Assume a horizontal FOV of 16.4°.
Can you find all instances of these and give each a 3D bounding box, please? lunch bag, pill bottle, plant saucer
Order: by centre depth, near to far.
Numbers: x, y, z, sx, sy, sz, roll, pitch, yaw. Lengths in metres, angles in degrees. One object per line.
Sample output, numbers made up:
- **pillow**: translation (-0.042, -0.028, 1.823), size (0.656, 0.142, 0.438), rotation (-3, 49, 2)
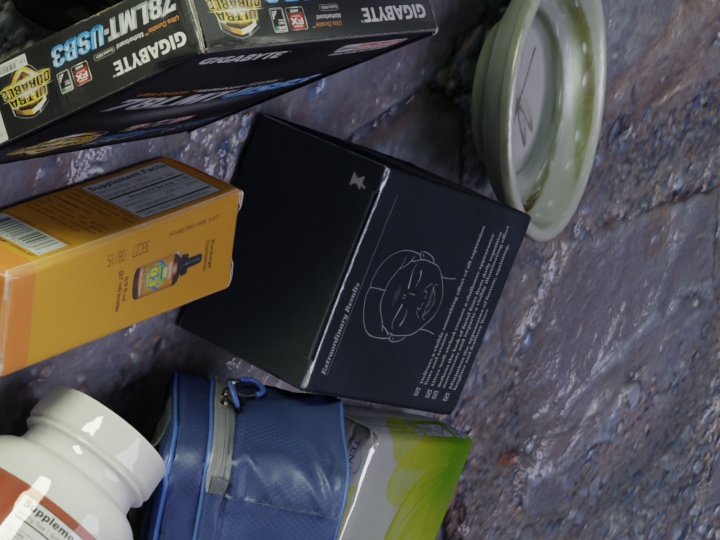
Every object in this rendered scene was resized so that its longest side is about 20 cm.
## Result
- **pill bottle**: translation (-0.202, 0.168, 1.422), size (0.200, 0.112, 0.112), rotation (-54, 147, -21)
- **lunch bag**: translation (-0.085, 0.158, 1.549), size (0.136, 0.132, 0.201), rotation (-98, -163, -67)
- **plant saucer**: translation (0.119, -0.122, 1.744), size (0.200, 0.050, 0.201), rotation (9, 90, -67)

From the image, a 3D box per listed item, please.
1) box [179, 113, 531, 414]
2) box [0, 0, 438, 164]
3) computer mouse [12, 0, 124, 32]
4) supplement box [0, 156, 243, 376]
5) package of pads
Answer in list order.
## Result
- **box**: translation (0.000, 0.000, 1.618), size (0.200, 0.107, 0.149), rotation (15, 98, -59)
- **box**: translation (-0.094, -0.111, 1.328), size (0.200, 0.198, 0.050), rotation (-14, 87, -52)
- **computer mouse**: translation (-0.082, -0.177, 1.343), size (0.140, 0.200, 0.046), rotation (26, 47, -52)
- **supplement box**: translation (-0.155, -0.006, 1.421), size (0.200, 0.069, 0.067), rotation (-20, 127, -48)
- **package of pads**: translation (-0.011, 0.195, 1.770), size (0.154, 0.068, 0.201), rotation (11, 100, -60)
